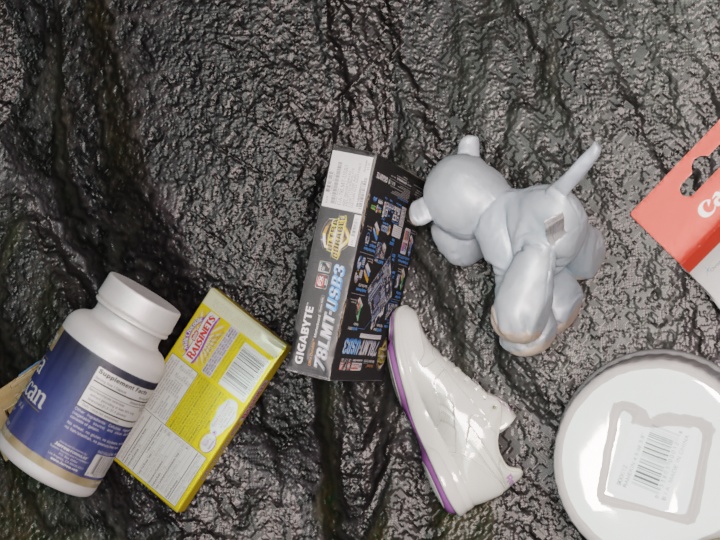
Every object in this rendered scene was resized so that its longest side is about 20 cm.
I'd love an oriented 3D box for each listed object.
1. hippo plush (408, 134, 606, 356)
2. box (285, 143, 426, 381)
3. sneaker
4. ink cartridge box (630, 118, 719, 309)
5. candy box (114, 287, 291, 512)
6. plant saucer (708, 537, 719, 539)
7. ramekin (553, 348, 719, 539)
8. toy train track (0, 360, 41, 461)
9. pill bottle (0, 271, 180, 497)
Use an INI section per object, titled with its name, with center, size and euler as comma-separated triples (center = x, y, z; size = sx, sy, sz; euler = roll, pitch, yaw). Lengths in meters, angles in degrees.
[hippo plush]
center = 0.119, -0.026, 1.349
size = 0.159, 0.201, 0.160
euler = 24, 70, 24
[box]
center = 0.000, 0.000, 1.365
size = 0.049, 0.200, 0.201
euler = 14, 90, 16
[sneaker]
center = 0.087, 0.123, 1.407
size = 0.098, 0.075, 0.202
euler = -21, 83, -2
[ink cartridge box]
center = 0.365, -0.038, 1.345
size = 0.200, 0.057, 0.163
euler = 45, 98, 10
[candy box]
center = -0.162, 0.129, 1.490
size = 0.102, 0.026, 0.201
euler = 36, 95, 19
[plant saucer]
center = 0.291, 0.283, 1.281
size = 0.197, 0.200, 0.048
euler = -16, 54, 14
[ramekin]
center = 0.265, 0.170, 1.330
size = 0.198, 0.098, 0.204
euler = -1, 85, 15
[toy train track]
center = -0.339, 0.121, 1.541
size = 0.199, 0.033, 0.115
euler = -34, 71, 5
[pill bottle]
center = -0.260, 0.108, 1.462
size = 0.110, 0.111, 0.202
euler = 31, 91, 16
